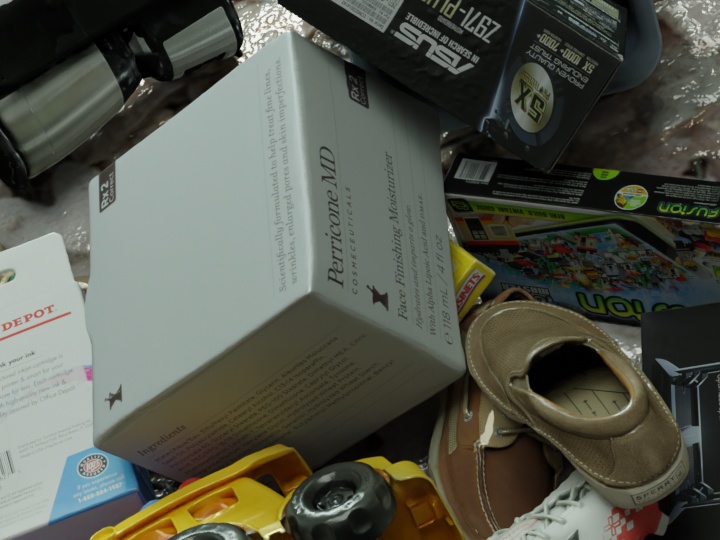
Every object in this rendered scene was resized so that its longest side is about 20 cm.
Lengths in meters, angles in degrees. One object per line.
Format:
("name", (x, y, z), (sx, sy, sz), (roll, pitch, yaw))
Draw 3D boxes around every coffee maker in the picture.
("coffee maker", (-0.206, -0.185, 1.875), (0.200, 0.192, 0.135), (-35, 30, -14))

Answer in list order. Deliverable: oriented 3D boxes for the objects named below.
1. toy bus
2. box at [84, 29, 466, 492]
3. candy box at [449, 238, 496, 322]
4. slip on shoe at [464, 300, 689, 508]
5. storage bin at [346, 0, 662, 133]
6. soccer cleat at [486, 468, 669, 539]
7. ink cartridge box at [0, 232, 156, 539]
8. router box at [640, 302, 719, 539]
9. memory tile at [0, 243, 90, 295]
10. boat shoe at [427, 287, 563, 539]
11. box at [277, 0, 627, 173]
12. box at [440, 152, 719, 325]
("toy bus", (-0.053, 0.168, 1.554), (0.200, 0.136, 0.192), (-27, 30, -7))
("box", (-0.055, 0.002, 1.619), (0.200, 0.131, 0.199), (-34, 46, 34))
("candy box", (0.000, 0.000, 1.693), (0.102, 0.026, 0.200), (-51, 37, 0))
("slip on shoe", (0.112, 0.059, 1.491), (0.076, 0.061, 0.200), (-32, 34, -4))
("storage bin", (0.098, -0.173, 1.798), (0.199, 0.146, 0.134), (-13, 19, 11))
("soccer cleat", (0.103, 0.156, 1.479), (0.200, 0.085, 0.069), (-62, 17, -6))
("ink cartridge box", (-0.207, 0.088, 1.688), (0.115, 0.068, 0.200), (-21, 58, 1))
("router box", (0.242, 0.103, 1.533), (0.157, 0.052, 0.200), (-8, 48, 14))
("memory tile", (-0.236, 0.053, 1.793), (0.200, 0.017, 0.153), (19, 59, 33))
("boat shoe", (0.085, 0.090, 1.577), (0.072, 0.076, 0.200), (-52, 32, 37))
("box", (0.058, -0.163, 1.645), (0.086, 0.200, 0.164), (-57, 4, 17))
("box", (0.156, -0.014, 1.634), (0.200, 0.110, 0.035), (7, 53, 28))
